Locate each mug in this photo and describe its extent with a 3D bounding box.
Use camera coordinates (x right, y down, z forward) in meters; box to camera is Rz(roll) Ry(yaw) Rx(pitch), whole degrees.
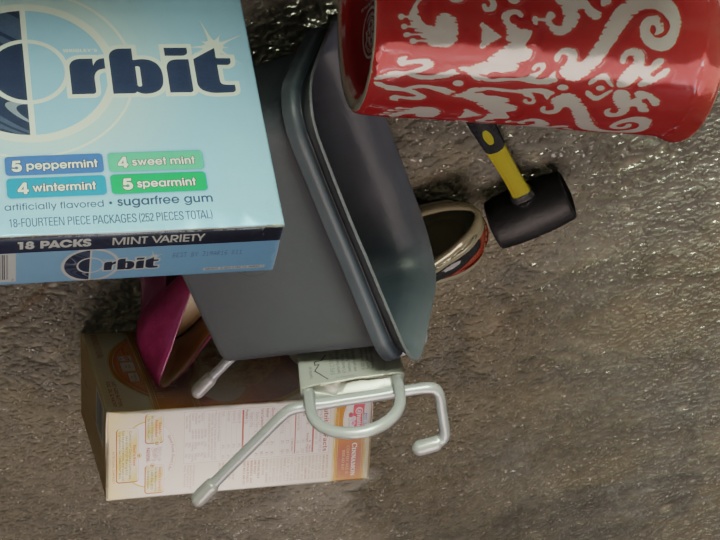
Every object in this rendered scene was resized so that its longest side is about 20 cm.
[{"bbox_3d":[0.089,-0.128,0.854,0.197,0.135,0.178,-1,142,-13],"label":"mug"}]

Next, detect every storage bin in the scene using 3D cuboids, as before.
[{"bbox_3d":[-0.047,-0.043,0.926,0.133,0.146,0.202,-11,121,18],"label":"storage bin"}]

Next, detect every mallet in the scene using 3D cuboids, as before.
[{"bbox_3d":[0.087,-0.079,1.029,0.065,0.042,0.200,-28,142,17],"label":"mallet"}]

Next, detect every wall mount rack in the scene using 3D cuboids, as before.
[{"bbox_3d":[-0.034,0.076,0.976,0.171,0.201,0.075,-9,122,-1],"label":"wall mount rack"}]

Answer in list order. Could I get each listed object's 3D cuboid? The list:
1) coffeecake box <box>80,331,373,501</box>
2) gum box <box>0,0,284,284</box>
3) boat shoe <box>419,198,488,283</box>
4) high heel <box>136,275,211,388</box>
[{"bbox_3d":[-0.106,0.103,1.124,0.197,0.154,0.074,-2,109,-18],"label":"coffeecake box"},{"bbox_3d":[-0.139,-0.090,0.760,0.168,0.202,0.045,-3,148,-16],"label":"gum box"},{"bbox_3d":[0.000,0.000,1.077,0.198,0.072,0.063,-20,168,1],"label":"boat shoe"},{"bbox_3d":[-0.088,0.001,1.028,0.199,0.097,0.067,-31,145,28],"label":"high heel"}]
